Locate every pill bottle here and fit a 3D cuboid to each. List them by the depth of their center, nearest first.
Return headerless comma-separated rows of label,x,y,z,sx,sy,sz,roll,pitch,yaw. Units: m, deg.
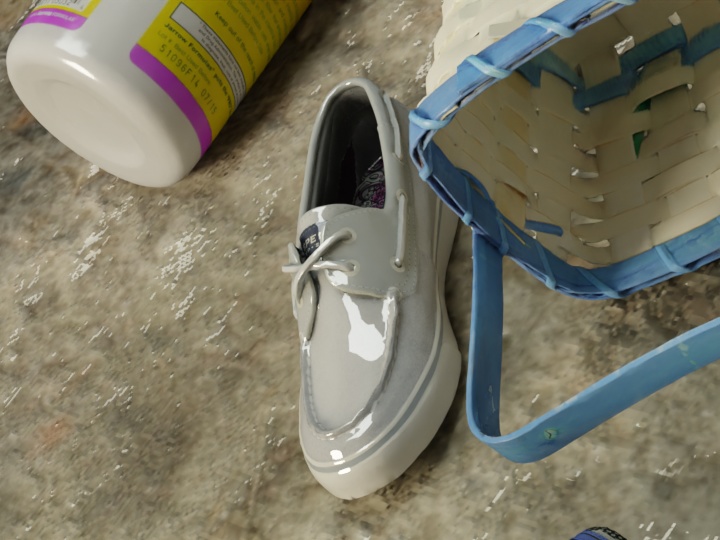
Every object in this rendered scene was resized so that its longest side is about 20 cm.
pill bottle,-0.074,-0.145,1.344,0.104,0.104,0.200,6,56,52

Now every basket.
basket,0.107,-0.047,0.978,0.176,0.139,0.201,-27,40,31

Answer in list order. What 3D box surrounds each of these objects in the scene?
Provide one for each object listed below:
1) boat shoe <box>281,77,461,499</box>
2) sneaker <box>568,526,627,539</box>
boat shoe,0.000,0.000,1.113,0.072,0.069,0.201,-22,37,32
sneaker,0.017,0.138,0.937,0.199,0.076,0.079,-15,31,26
